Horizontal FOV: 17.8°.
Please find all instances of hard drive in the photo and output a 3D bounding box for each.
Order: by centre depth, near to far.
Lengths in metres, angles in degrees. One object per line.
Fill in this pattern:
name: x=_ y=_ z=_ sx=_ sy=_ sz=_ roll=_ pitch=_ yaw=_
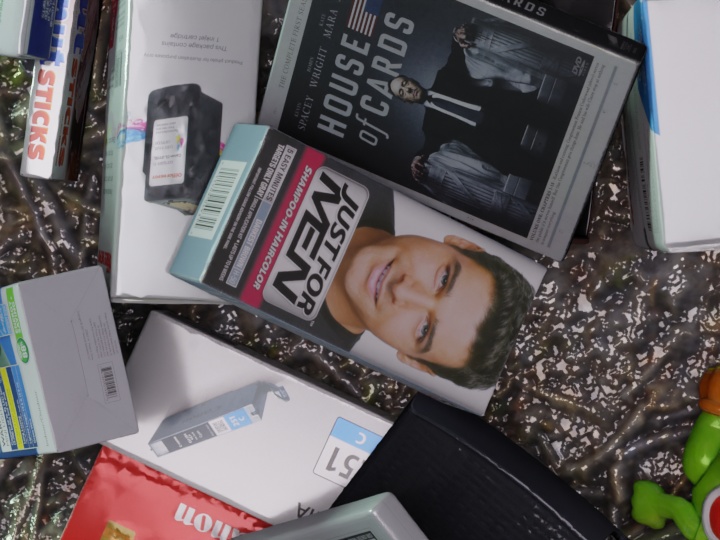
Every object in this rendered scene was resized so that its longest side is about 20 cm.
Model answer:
hard drive: x=0.076 y=0.178 z=1.404 sx=0.200 sy=0.042 sz=0.135 roll=39 pitch=99 yaw=13

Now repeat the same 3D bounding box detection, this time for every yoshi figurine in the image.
yoshi figurine: x=0.230 y=0.169 z=1.439 sx=0.112 sy=0.112 sz=0.200 roll=26 pitch=77 yaw=-35

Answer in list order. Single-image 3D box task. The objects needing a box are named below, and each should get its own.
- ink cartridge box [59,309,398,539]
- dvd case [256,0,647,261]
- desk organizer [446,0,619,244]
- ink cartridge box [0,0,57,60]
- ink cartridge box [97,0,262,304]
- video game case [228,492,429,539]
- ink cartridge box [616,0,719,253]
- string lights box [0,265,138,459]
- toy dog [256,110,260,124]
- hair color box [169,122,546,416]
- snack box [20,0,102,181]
ink cartridge box: x=-0.078 y=0.145 z=1.477 sx=0.200 sy=0.045 sz=0.176 roll=24 pitch=93 yaw=4
dvd case: x=0.048 y=-0.103 z=1.317 sx=0.200 sy=0.025 sz=0.150 roll=23 pitch=130 yaw=6
desk organizer: x=0.110 y=-0.118 z=1.432 sx=0.077 sy=0.072 sz=0.200 roll=7 pitch=92 yaw=18
ink cartridge box: x=-0.272 y=-0.240 z=1.443 sx=0.200 sy=0.041 sz=0.200 roll=11 pitch=93 yaw=22
ink cartridge box: x=-0.114 y=-0.080 z=1.419 sx=0.083 sy=0.146 sz=0.200 roll=3 pitch=92 yaw=-11
video game case: x=0.017 y=0.222 z=1.394 sx=0.023 sy=0.200 sz=0.182 roll=-43 pitch=100 yaw=-33
ink cartridge box: x=0.203 y=-0.087 z=1.368 sx=0.086 sy=0.200 sz=0.147 roll=-6 pitch=91 yaw=4
string lights box: x=-0.215 y=0.063 z=1.416 sx=0.059 sy=0.200 sz=0.103 roll=-13 pitch=90 yaw=-34
toy dog: x=-0.001 y=-0.127 z=1.435 sx=0.132 sy=0.096 sz=0.200 roll=56 pitch=131 yaw=38
hair color box: x=0.000 y=0.000 z=1.355 sx=0.200 sy=0.061 sz=0.099 roll=26 pitch=85 yaw=-24
snack box: x=-0.185 y=-0.157 z=1.466 sx=0.024 sy=0.072 sz=0.200 roll=9 pitch=92 yaw=7
